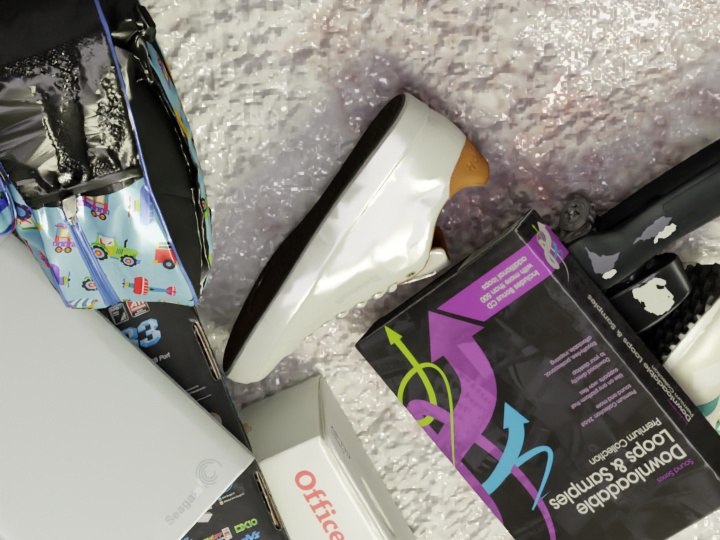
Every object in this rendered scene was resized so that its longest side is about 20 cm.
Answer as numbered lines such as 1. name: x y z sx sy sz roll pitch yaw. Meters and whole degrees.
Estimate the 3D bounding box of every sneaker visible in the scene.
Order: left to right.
1. sneaker: 0.000 0.000 1.390 0.085 0.073 0.200 33 110 -15
2. sneaker: 0.192 0.083 1.448 0.093 0.070 0.200 22 119 -16

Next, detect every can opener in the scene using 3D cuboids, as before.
1. can opener: 0.186 -0.038 1.384 0.200 0.063 0.079 -39 114 19

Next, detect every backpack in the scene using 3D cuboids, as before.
1. backpack: -0.156 -0.070 1.288 0.134 0.183 0.200 -19 122 -2

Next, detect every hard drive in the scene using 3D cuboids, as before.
1. hard drive: -0.175 0.083 1.333 0.200 0.026 0.132 43 87 -1

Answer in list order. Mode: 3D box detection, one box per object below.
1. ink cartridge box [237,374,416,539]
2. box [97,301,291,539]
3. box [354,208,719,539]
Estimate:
1. ink cartridge box: -0.078 0.174 1.471 0.200 0.083 0.145 -25 115 10
2. box: -0.158 0.123 1.368 0.200 0.050 0.199 -23 89 -5
3. box: 0.110 0.081 1.402 0.200 0.036 0.143 49 126 -5
